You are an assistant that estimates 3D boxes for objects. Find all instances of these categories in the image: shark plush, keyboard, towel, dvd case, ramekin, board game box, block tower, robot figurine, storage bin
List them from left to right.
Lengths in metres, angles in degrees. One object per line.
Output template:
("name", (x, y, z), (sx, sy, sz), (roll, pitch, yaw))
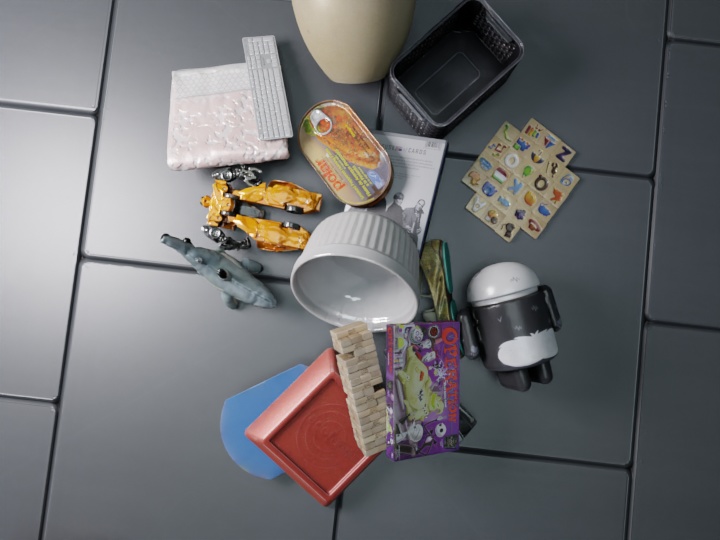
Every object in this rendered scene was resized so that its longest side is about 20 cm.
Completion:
("shark plush", (-0.218, -0.007, 0.808), (0.091, 0.083, 0.200), (-45, 122, -9))
("towel", (-0.225, -0.265, 0.859), (0.198, 0.032, 0.193), (-6, 73, 0))
("robot figurine", (-0.170, -0.097, 0.859), (0.198, 0.058, 0.147), (11, 87, 0))
("keyboard", (-0.156, -0.308, 0.849), (0.056, 0.011, 0.202), (-11, 74, -5))
("board game box", (-0.129, 0.248, 0.848), (0.198, 0.039, 0.159), (-25, 102, -6))
("ramekin", (0.000, 0.000, 0.789), (0.198, 0.201, 0.106), (15, 54, 1))
("block tower", (0.005, 0.185, 0.783), (0.057, 0.054, 0.202), (-16, 96, -17))
("dvd case", (0.054, -0.131, 0.856), (0.149, 0.025, 0.202), (14, 86, 19))
("board game box", (0.097, 0.180, 0.777), (0.119, 0.032, 0.203), (-1, 91, -28))
("storage bin", (0.154, -0.333, 0.855), (0.200, 0.094, 0.135), (-42, 88, -3))
("robot figurine", (0.243, 0.087, 0.821), (0.124, 0.150, 0.202), (-16, 87, 35))

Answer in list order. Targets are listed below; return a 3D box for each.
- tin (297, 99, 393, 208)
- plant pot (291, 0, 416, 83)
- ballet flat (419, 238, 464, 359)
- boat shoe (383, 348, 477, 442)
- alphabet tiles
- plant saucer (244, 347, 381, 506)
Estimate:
("tin", (-0.025, -0.194, 0.855), (0.112, 0.042, 0.201), (-37, 76, 5))
("plant pot", (-0.007, -0.383, 0.825), (0.198, 0.201, 0.136), (-4, 121, 0))
("ballet flat", (0.131, 0.050, 0.855), (0.070, 0.071, 0.202), (-11, 88, -1))
("boat shoe", (0.118, 0.193, 0.838), (0.068, 0.074, 0.200), (-40, 90, -9))
("alphabet tiles", (0.280, -0.159, 0.890), (0.166, 0.006, 0.201), (37, 87, 1))
("plant saucer", (-0.050, 0.265, 0.826), (0.200, 0.037, 0.200), (-44, 104, -3))
